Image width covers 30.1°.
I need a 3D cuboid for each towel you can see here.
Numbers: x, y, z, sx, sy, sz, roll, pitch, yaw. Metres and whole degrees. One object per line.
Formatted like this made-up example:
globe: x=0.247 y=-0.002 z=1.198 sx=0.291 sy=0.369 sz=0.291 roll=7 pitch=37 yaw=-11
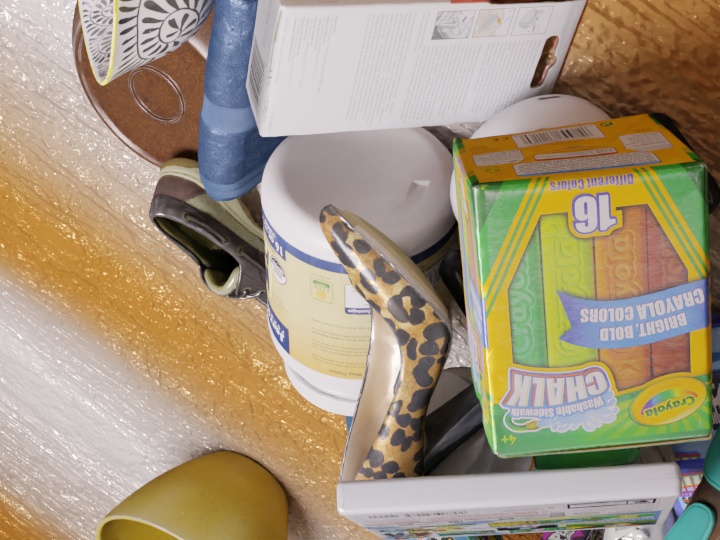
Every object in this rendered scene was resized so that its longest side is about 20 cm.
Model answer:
towel: x=-0.067 y=-0.142 z=0.929 sx=0.048 sy=0.112 sz=0.200 roll=38 pitch=144 yaw=17

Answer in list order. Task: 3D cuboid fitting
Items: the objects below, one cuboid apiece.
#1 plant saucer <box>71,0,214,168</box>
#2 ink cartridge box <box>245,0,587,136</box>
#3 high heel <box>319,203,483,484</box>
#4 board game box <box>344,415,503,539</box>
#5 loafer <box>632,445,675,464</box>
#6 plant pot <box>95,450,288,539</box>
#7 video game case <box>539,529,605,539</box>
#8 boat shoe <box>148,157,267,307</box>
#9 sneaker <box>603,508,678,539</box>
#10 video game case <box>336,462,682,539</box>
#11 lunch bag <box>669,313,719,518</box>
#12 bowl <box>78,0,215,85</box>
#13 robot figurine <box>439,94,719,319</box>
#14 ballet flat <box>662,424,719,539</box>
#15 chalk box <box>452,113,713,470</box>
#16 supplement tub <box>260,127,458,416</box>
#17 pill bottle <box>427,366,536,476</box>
plant saucer: x=-0.153 y=-0.146 z=1.058 sx=0.199 sy=0.035 sz=0.201 roll=22 pitch=140 yaw=19
ink cartridge box: x=0.033 y=-0.145 z=0.851 sx=0.199 sy=0.051 sz=0.109 roll=-6 pitch=143 yaw=-17
high heel: x=-0.002 y=0.063 z=0.872 sx=0.142 sy=0.071 sz=0.200 roll=-38 pitch=114 yaw=6
board game box: x=0.063 y=0.200 z=1.154 sx=0.047 sy=0.151 sz=0.200 roll=-33 pitch=110 yaw=7
loafer: x=0.151 y=0.079 z=0.972 sx=0.201 sy=0.070 sz=0.070 roll=58 pitch=149 yaw=19
plant pot: x=-0.155 y=0.274 z=1.401 sx=0.199 sy=0.142 sz=0.201 roll=21 pitch=140 yaw=19
video game case: x=0.173 y=0.262 z=1.099 sx=0.036 sy=0.182 sz=0.201 roll=17 pitch=139 yaw=23
boat shoe: x=-0.106 y=-0.008 z=1.111 sx=0.071 sy=0.066 sz=0.201 roll=-3 pitch=139 yaw=42
sneaker: x=0.203 y=0.196 z=0.992 sx=0.075 sy=0.200 sz=0.089 roll=-11 pitch=123 yaw=23
video game case: x=0.098 y=0.149 z=0.852 sx=0.199 sy=0.022 sz=0.182 roll=-5 pitch=163 yaw=8
lunch bag: x=0.281 y=0.106 z=0.949 sx=0.150 sy=0.094 sz=0.201 roll=-18 pitch=104 yaw=49
bowl: x=-0.133 y=-0.226 z=0.883 sx=0.201 sy=0.094 sz=0.202 roll=174 pitch=90 yaw=-72
robot figurine: x=0.145 y=-0.018 z=0.870 sx=0.200 sy=0.150 sz=0.125 roll=53 pitch=147 yaw=-15
ballet flat: x=0.254 y=0.159 z=0.882 sx=0.072 sy=0.201 sz=0.068 roll=26 pitch=-177 yaw=-21
chalk box: x=0.124 y=0.028 z=0.757 sx=0.124 sy=0.124 sz=0.201 roll=-7 pitch=107 yaw=1
supplement tub: x=0.000 y=0.000 z=0.995 sx=0.144 sy=0.145 sz=0.201 roll=22 pitch=139 yaw=19
pill bottle: x=0.088 y=0.135 z=1.020 sx=0.111 sy=0.112 sz=0.200 roll=14 pitch=171 yaw=27
